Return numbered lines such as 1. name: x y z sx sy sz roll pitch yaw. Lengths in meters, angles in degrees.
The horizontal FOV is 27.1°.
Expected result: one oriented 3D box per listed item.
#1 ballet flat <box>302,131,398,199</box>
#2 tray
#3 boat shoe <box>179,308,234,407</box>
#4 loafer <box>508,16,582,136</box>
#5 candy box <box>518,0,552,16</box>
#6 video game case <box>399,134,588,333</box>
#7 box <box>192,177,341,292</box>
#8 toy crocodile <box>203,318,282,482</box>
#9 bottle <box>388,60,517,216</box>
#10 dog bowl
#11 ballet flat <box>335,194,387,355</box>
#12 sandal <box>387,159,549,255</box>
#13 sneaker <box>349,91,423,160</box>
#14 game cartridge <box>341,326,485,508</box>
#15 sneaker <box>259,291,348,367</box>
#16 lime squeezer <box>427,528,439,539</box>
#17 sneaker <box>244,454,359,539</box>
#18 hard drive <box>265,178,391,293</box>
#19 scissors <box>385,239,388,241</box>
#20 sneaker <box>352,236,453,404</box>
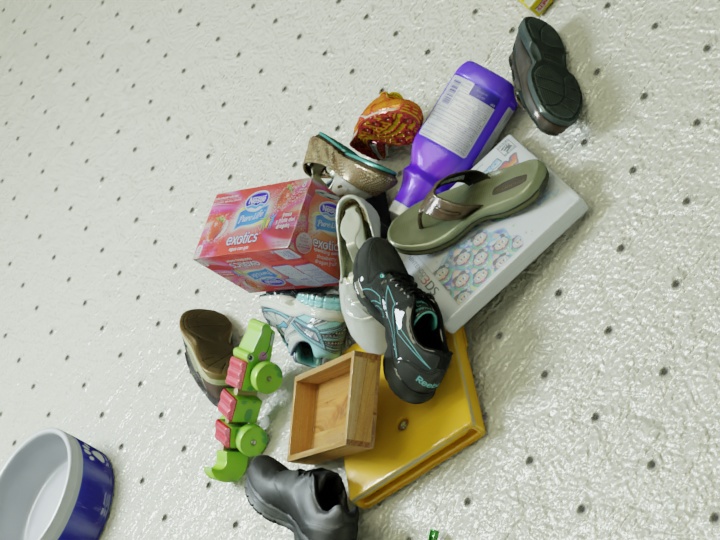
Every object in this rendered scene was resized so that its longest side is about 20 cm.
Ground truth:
1. ballet flat: -0.016 -0.114 1.816 0.066 0.070 0.200 -62 27 4
2. tray: -0.030 0.154 1.637 0.200 0.037 0.100 151 127 -66
3. boat shoe: -0.196 0.110 1.919 0.200 0.072 0.065 -116 31 -65
4. loafer: 0.205 -0.209 1.701 0.063 0.071 0.201 -56 22 36
5. candy box: 0.206 -0.396 1.867 0.102 0.026 0.200 -47 36 10
6. video game case: 0.134 -0.045 1.650 0.200 0.024 0.182 -43 34 4
7. box: -0.098 -0.039 1.818 0.199 0.102 0.095 -6 59 50
8. toy crocodile: -0.143 0.157 1.802 0.067 0.061 0.202 24 103 54
9. bottle: 0.105 -0.143 1.749 0.083 0.065 0.201 31 89 27
10. dog bowl: -0.425 0.320 2.026 0.199 0.079 0.201 -30 43 33
11. ballet flat: 0.000 0.000 1.684 0.069 0.069 0.201 -32 51 31
12. sandal: 0.112 -0.082 1.640 0.200 0.057 0.080 -26 39 27
13. sneaker: 0.032 -0.191 1.830 0.078 0.073 0.200 -68 13 -9
14. game cartridge: 0.049 0.135 1.633 0.176 0.032 0.201 -35 40 26
15. sneaker: -0.073 0.071 1.785 0.200 0.077 0.087 175 101 -68
16. lime squeezer: 0.023 0.346 1.479 0.200 0.071 0.038 -40 8 -30
17. sneaker: -0.057 0.247 1.625 0.200 0.075 0.092 37 114 47
18. hard drive: -0.049 -0.042 1.884 0.200 0.042 0.136 -38 39 26
19. scissors: 0.054 0.018 1.737 0.073 0.014 0.201 -40 38 22
20. sneaker: 0.052 0.040 1.591 0.079 0.075 0.201 -52 47 43
